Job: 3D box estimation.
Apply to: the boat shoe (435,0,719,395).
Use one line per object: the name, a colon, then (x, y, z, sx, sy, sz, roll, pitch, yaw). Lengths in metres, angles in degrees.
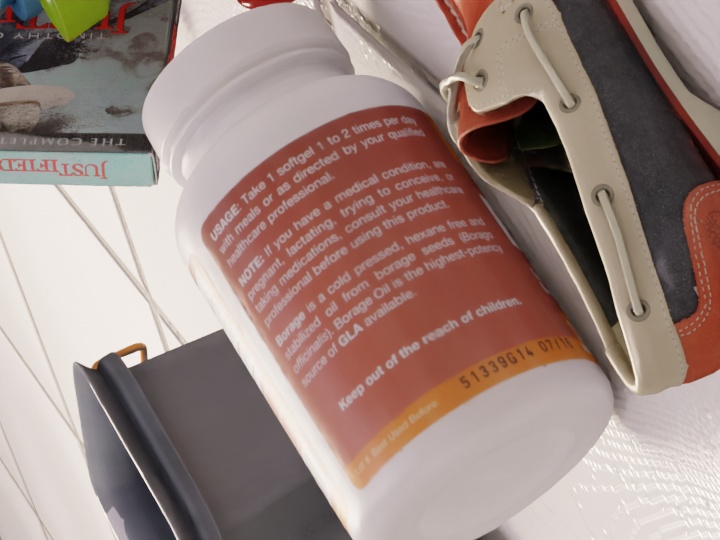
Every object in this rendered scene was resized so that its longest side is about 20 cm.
boat shoe: (0.060, -0.047, 0.772, 0.200, 0.062, 0.071, 56, 166, 30)

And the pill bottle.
pill bottle: (0.000, 0.000, 0.965, 0.200, 0.112, 0.112, 57, 165, 23)

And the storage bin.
storage bin: (-0.059, 0.092, 1.289, 0.146, 0.134, 0.200, 57, 164, 22)

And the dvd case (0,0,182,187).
dvd case: (-0.150, -0.105, 1.088, 0.201, 0.145, 0.022, -87, -2, -49)

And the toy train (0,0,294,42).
toy train: (-0.079, -0.127, 1.009, 0.200, 0.115, 0.085, 40, 153, 58)
